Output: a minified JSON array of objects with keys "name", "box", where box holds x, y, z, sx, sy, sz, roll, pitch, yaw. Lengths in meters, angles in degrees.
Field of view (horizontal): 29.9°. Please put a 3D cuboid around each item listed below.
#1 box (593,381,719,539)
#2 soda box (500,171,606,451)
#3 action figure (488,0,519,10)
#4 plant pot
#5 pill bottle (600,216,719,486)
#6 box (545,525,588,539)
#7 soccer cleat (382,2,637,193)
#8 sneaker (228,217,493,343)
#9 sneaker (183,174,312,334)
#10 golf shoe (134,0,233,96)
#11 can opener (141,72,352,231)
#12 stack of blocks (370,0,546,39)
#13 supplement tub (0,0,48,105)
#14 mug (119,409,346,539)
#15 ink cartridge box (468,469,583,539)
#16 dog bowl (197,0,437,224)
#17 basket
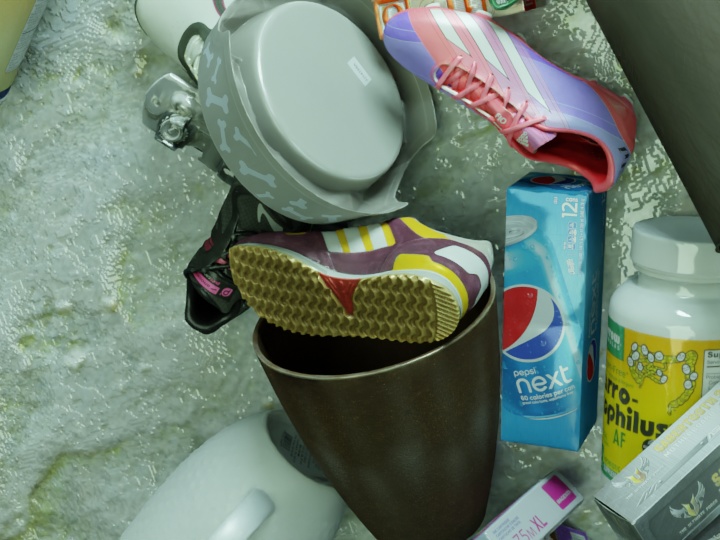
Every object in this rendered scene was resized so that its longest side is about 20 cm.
[{"name":"box","box":[0.277,0.152,0.924,0.200,0.048,0.158,-40,115,-9]},{"name":"soda box","box":[0.146,0.030,1.024,0.064,0.068,0.200,5,106,21]},{"name":"action figure","box":[0.150,-0.251,0.893,0.118,0.055,0.200,41,118,5]},{"name":"plant pot","box":[0.033,0.114,1.049,0.187,0.187,0.200,-4,118,23]},{"name":"pill bottle","box":[0.234,0.067,0.973,0.113,0.113,0.200,7,107,21]},{"name":"box","box":[0.150,0.312,1.035,0.039,0.200,0.137,21,116,-23]},{"name":"soccer cleat","box":[0.106,-0.124,0.962,0.200,0.077,0.067,25,145,-8]},{"name":"sneaker","box":[0.000,0.000,0.990,0.200,0.090,0.075,11,125,28]},{"name":"sneaker","box":[-0.093,-0.012,1.070,0.077,0.084,0.200,28,141,1]},{"name":"golf shoe","box":[-0.106,-0.170,1.067,0.200,0.088,0.077,35,116,12]},{"name":"can opener","box":[-0.087,-0.096,1.103,0.200,0.067,0.053,32,115,-3]},{"name":"stack of blocks","box":[0.103,-0.243,0.974,0.200,0.059,0.115,-7,101,24]},{"name":"supplement tub","box":[-0.327,-0.243,1.107,0.144,0.144,0.200,36,115,10]},{"name":"mug","box":[-0.102,0.214,1.106,0.148,0.200,0.175,41,109,3]},{"name":"ink cartridge box","box":[0.080,0.244,1.067,0.042,0.119,0.200,47,127,13]},{"name":"dog bowl","box":[-0.033,-0.125,0.994,0.059,0.200,0.200,-25,94,42]},{"name":"basket","box":[0.245,-0.145,0.870,0.180,0.136,0.200,-38,73,16]}]
